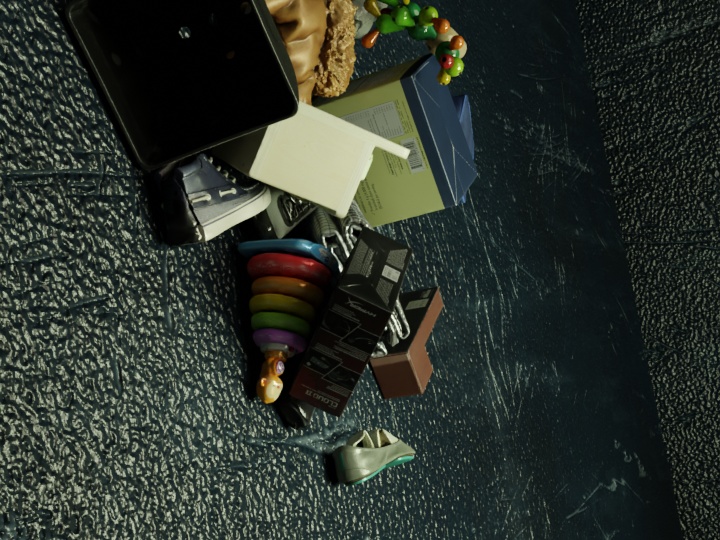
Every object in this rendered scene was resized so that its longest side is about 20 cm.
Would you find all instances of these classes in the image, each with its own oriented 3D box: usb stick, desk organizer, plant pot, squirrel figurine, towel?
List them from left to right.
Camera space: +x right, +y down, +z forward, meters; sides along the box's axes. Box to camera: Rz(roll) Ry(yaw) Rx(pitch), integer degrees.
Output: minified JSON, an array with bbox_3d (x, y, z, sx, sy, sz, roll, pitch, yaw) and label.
[{"bbox_3d":[-0.184,-0.264,1.357,0.178,0.197,0.202,-79,148,-63],"label":"plant pot"},{"bbox_3d":[-0.079,-0.271,1.583,0.198,0.141,0.189,-16,101,-31],"label":"squirrel figurine"},{"bbox_3d":[-0.065,0.126,1.586,0.056,0.032,0.201,55,32,-26],"label":"usb stick"},{"bbox_3d":[0.000,0.000,1.642,0.166,0.085,0.202,-124,-171,-69],"label":"towel"},{"bbox_3d":[0.080,0.111,1.859,0.078,0.071,0.200,69,26,-22],"label":"desk organizer"}]

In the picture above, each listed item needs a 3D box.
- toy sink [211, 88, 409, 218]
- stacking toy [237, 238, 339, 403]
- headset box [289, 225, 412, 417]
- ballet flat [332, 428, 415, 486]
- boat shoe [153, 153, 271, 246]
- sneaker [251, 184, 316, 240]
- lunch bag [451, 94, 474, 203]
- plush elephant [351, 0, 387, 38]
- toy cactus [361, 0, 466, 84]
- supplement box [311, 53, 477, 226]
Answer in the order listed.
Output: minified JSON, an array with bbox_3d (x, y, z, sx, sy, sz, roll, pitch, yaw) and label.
[{"bbox_3d":[-0.062,-0.142,1.478,0.198,0.130,0.113,19,97,-33],"label":"toy sink"},{"bbox_3d":[-0.099,0.066,1.484,0.116,0.109,0.202,39,55,-57],"label":"stacking toy"},{"bbox_3d":[-0.014,0.071,1.496,0.077,0.201,0.149,25,35,-2],"label":"headset box"},{"bbox_3d":[0.021,0.252,1.671,0.200,0.067,0.064,-3,74,-65],"label":"ballet flat"},{"bbox_3d":[-0.172,-0.101,1.417,0.200,0.074,0.094,-43,123,-62],"label":"boat shoe"},{"bbox_3d":[-0.091,-0.099,1.586,0.075,0.079,0.200,68,27,-21],"label":"sneaker"},{"bbox_3d":[0.114,-0.199,2.018,0.201,0.131,0.137,-73,157,-49],"label":"lunch bag"},{"bbox_3d":[-0.049,-0.382,1.723,0.201,0.153,0.165,64,27,-24],"label":"plush elephant"},{"bbox_3d":[0.092,-0.323,1.672,0.200,0.103,0.164,40,16,34],"label":"toy cactus"},{"bbox_3d":[0.038,-0.184,1.758,0.202,0.198,0.134,69,26,-16],"label":"supplement box"}]
